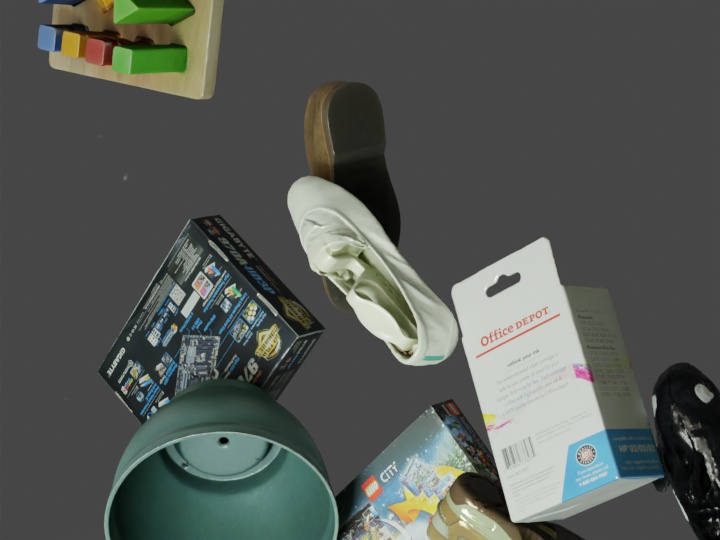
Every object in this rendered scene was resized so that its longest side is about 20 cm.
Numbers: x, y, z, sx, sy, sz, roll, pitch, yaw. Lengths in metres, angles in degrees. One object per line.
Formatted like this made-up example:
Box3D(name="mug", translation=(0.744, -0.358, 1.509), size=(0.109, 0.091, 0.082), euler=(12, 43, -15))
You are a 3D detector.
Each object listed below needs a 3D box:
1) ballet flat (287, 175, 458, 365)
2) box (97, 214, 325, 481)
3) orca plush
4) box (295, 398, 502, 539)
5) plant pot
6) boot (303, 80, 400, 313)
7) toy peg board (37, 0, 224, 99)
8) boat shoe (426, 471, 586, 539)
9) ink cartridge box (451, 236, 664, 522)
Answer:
Box3D(name="ballet flat", translation=(0.000, 0.000, 1.524), size=(0.200, 0.069, 0.070), euler=(47, 119, 14))
Box3D(name="box", translation=(-0.142, 0.075, 1.717), size=(0.159, 0.046, 0.201), euler=(45, 118, 22))
Box3D(name="orca plush", translation=(0.258, 0.175, 1.432), size=(0.104, 0.071, 0.202), euler=(0, 96, 35))
Box3D(name="box", translation=(0.048, 0.226, 1.607), size=(0.200, 0.038, 0.137), euler=(-46, 70, 30))
Box3D(name="plant pot", translation=(-0.120, 0.180, 1.623), size=(0.198, 0.135, 0.202), euler=(-2, 123, -3))
Box3D(name="boot", translation=(-0.013, -0.066, 1.612), size=(0.075, 0.073, 0.202), euler=(-160, 65, -63))
Box3D(name="toy peg board", translation=(-0.230, -0.272, 1.707), size=(0.198, 0.097, 0.202), euler=(15, 103, 33))
Box3D(name="boat shoe", translation=(0.144, 0.247, 1.501), size=(0.199, 0.072, 0.076), euler=(36, 112, 6))
Box3D(name="ink cartridge box", translation=(0.154, 0.087, 1.480), size=(0.115, 0.067, 0.202), euler=(-29, 68, 39))
